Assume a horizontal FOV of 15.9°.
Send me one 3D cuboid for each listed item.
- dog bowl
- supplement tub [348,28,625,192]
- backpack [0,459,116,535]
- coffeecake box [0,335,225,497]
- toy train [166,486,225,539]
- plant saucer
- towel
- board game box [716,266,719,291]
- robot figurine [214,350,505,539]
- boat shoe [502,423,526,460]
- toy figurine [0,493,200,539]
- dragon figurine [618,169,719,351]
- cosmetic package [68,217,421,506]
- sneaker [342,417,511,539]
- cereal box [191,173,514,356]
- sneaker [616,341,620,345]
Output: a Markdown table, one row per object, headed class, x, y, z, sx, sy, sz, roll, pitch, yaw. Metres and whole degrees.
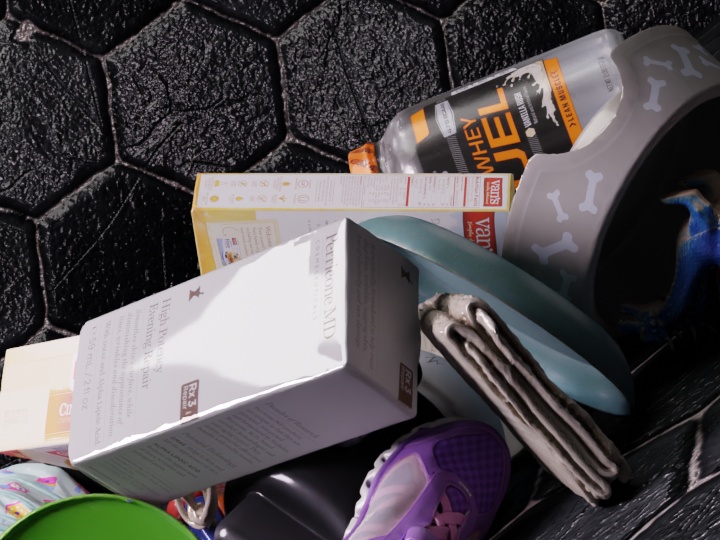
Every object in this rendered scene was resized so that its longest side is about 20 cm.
| class | x | y | z | sx | sy | sz | roll | pitch | yaw |
| --- | --- | --- | --- | --- | --- | --- | --- | --- | --- |
| dog bowl | 0.171 | -0.047 | 1.570 | 0.200 | 0.059 | 0.201 | -37 | -36 | -33 |
| supplement tub | 0.100 | -0.071 | 1.708 | 0.199 | 0.123 | 0.123 | -22 | 6 | 8 |
| backpack | -0.200 | 0.223 | 1.704 | 0.167 | 0.200 | 0.127 | -35 | 4 | 20 |
| coffeecake box | -0.114 | 0.098 | 1.685 | 0.153 | 0.199 | 0.073 | -11 | 68 | 51 |
| toy train | -0.054 | 0.151 | 1.600 | 0.115 | 0.085 | 0.200 | -26 | -35 | -17 |
| plant saucer | 0.081 | 0.022 | 1.515 | 0.027 | 0.200 | 0.200 | -57 | 7 | -9 |
| towel | 0.088 | 0.066 | 1.411 | 0.034 | 0.133 | 0.200 | -41 | 4 | -2 |
| board game box | 0.180 | -0.028 | 1.765 | 0.199 | 0.045 | 0.134 | 3 | 32 | 43 |
| robot figurine | -0.002 | 0.130 | 1.523 | 0.200 | 0.125 | 0.150 | -40 | 10 | -35 |
| boat shoe | 0.065 | 0.107 | 1.684 | 0.068 | 0.072 | 0.200 | -19 | -14 | -42 |
| toy figurine | -0.153 | 0.257 | 1.516 | 0.149 | 0.201 | 0.184 | -5 | -25 | -9 |
| dragon figurine | 0.237 | -0.011 | 1.501 | 0.199 | 0.100 | 0.059 | -12 | 15 | 32 |
| cosmetic package | -0.066 | 0.055 | 1.453 | 0.200 | 0.074 | 0.102 | -23 | 50 | 31 |
| sneaker | 0.026 | 0.155 | 1.393 | 0.200 | 0.081 | 0.088 | -45 | 14 | -31 |
| cereal box | 0.000 | 0.000 | 1.623 | 0.199 | 0.144 | 0.040 | 1 | 46 | 5 |
| sneaker | 0.134 | 0.037 | 1.802 | 0.081 | 0.075 | 0.200 | -36 | 5 | 18 |
